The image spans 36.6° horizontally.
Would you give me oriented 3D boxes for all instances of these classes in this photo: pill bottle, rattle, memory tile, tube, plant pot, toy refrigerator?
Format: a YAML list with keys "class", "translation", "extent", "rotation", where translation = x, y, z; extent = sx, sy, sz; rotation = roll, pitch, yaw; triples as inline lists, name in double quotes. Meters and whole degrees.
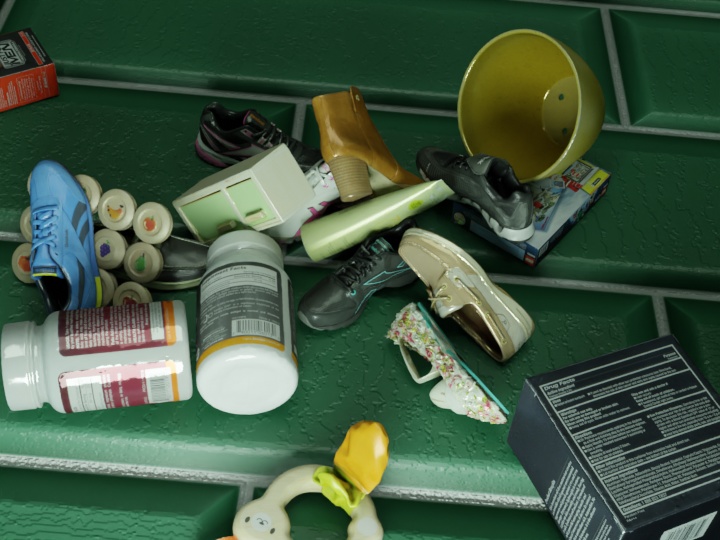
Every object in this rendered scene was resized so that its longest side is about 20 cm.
- class: "pill bottle"
  translation: [-0.291, 0.098, 1.216]
  extent: [0.198, 0.115, 0.115]
  rotation: [-5, 47, -10]
- class: "rattle"
  translation: [-0.070, 0.242, 1.088]
  extent: [0.198, 0.143, 0.131]
  rotation: [-8, 66, -20]
- class: "memory tile"
  translation: [-0.329, -0.034, 1.327]
  extent: [0.198, 0.155, 0.017]
  rotation: [19, 8, 14]
- class: "pill bottle"
  translation: [-0.133, 0.056, 1.268]
  extent: [0.115, 0.117, 0.201]
  rotation: [-1, 46, -6]
- class: "tube"
  translation: [0.021, -0.069, 1.386]
  extent: [0.198, 0.052, 0.058]
  rotation: [-22, 27, 12]
- class: "plant pot"
  translation: [0.252, -0.217, 1.480]
  extent: [0.141, 0.201, 0.200]
  rotation: [-3, 40, -46]
- class: "toy refrigerator"
  translation: [-0.149, -0.087, 1.348]
  extent: [0.070, 0.076, 0.199]
  rotation: [-42, 17, -35]

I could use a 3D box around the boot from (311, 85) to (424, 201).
- class: "boot"
  translation: [0.015, -0.164, 1.410]
  extent: [0.201, 0.070, 0.145]
  rotation: [-6, 81, -58]

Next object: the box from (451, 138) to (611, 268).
- class: "box"
  translation: [0.237, -0.102, 1.504]
  extent: [0.136, 0.038, 0.200]
  rotation: [31, 52, 23]

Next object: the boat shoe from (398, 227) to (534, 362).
- class: "boat shoe"
  translation: [0.119, 0.031, 1.318]
  extent: [0.200, 0.074, 0.069]
  rotation: [40, 63, 2]

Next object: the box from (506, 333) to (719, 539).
- class: "box"
  translation: [0.295, 0.198, 1.168]
  extent: [0.198, 0.124, 0.199]
  rotation: [-13, 50, -20]

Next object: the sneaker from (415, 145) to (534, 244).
- class: "sneaker"
  translation: [0.154, -0.124, 1.429]
  extent: [0.066, 0.091, 0.200]
  rotation: [-32, 56, -31]

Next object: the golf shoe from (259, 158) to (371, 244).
- class: "golf shoe"
  translation: [-0.062, -0.109, 1.448]
  extent: [0.199, 0.093, 0.073]
  rotation: [-32, 57, -29]

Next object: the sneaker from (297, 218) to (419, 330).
- class: "sneaker"
  translation: [0.000, 0.000, 1.360]
  extent: [0.199, 0.080, 0.075]
  rotation: [-34, 58, -29]

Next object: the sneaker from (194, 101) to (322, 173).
- class: "sneaker"
  translation: [-0.139, -0.176, 1.507]
  extent: [0.198, 0.087, 0.081]
  rotation: [14, 48, 7]

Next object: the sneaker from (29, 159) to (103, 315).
- class: "sneaker"
  translation: [-0.359, -0.034, 1.288]
  extent: [0.065, 0.202, 0.078]
  rotation: [-12, -1, 18]

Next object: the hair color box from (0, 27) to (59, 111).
- class: "hair color box"
  translation: [-0.553, -0.278, 1.583]
  extent: [0.199, 0.062, 0.102]
  rotation: [-23, 54, -24]

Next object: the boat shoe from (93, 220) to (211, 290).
- class: "boat shoe"
  translation: [-0.276, -0.025, 1.365]
  extent: [0.199, 0.066, 0.072]
  rotation: [5, 47, 0]

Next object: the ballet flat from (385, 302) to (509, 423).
- class: "ballet flat"
  translation: [0.097, 0.120, 1.275]
  extent: [0.064, 0.076, 0.200]
  rotation: [-40, 51, 2]
